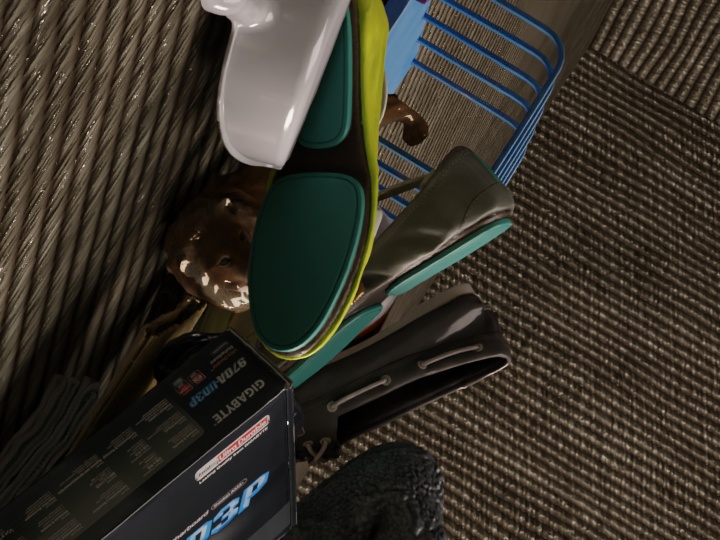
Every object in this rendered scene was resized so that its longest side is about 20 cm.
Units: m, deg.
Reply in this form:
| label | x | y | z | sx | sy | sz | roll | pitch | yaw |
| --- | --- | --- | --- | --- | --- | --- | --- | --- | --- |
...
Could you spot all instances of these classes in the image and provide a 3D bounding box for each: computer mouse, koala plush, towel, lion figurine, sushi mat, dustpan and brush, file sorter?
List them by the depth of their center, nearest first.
| label | x | y | z | sx | sy | sz | roll | pitch | yaw |
| --- | --- | --- | --- | --- | --- | --- | --- | --- | --- |
| dustpan and brush | -0.040 | -0.116 | 1.012 | 0.200 | 0.057 | 0.140 | -83 | -166 | -86 |
| sushi mat | -0.144 | 0.103 | 1.129 | 0.200 | 0.012 | 0.096 | -57 | 176 | 13 |
| towel | -0.198 | 0.149 | 1.173 | 0.149 | 0.031 | 0.200 | -53 | 175 | -32 |
| computer mouse | -0.074 | 0.065 | 1.179 | 0.059 | 0.034 | 0.200 | -45 | 159 | -5 |
| lion figurine | -0.039 | -0.052 | 1.234 | 0.072 | 0.122 | 0.200 | -15 | -134 | 39 |
| koala plush | -0.052 | 0.192 | 1.353 | 0.177 | 0.200 | 0.184 | 161 | -68 | -85 |
| file sorter | 0.051 | -0.104 | 1.531 | 0.139 | 0.123 | 0.200 | -58 | 175 | -15 |

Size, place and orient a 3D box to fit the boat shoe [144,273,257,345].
| label | x | y | z | sx | sy | sz | roll | pitch | yaw |
| --- | --- | --- | --- | --- | --- | --- | --- | --- | --- |
| boat shoe | -0.118 | 0.093 | 1.238 | 0.072 | 0.066 | 0.201 | 63 | 46 | -62 |

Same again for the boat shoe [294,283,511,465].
| label | x | y | z | sx | sy | sz | roll | pitch | yaw |
| --- | --- | --- | --- | --- | --- | --- | --- | --- | --- |
| boat shoe | 0.002 | 0.080 | 1.371 | 0.200 | 0.057 | 0.067 | -32 | 161 | -11 |

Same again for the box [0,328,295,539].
| label | x | y | z | sx | sy | sz | roll | pitch | yaw |
| --- | --- | --- | --- | --- | --- | --- | --- | --- | --- |
| box | -0.119 | 0.138 | 1.093 | 0.200 | 0.046 | 0.159 | -39 | 156 | -22 |

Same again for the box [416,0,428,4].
| label | x | y | z | sx | sy | sz | roll | pitch | yaw |
| --- | --- | --- | --- | --- | --- | --- | --- | --- | --- |
| box | 0.082 | -0.257 | 1.382 | 0.137 | 0.039 | 0.200 | -62 | 174 | 30 |

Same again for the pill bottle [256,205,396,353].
| label | x | y | z | sx | sy | sz | roll | pitch | yaw |
| --- | --- | --- | --- | --- | --- | --- | --- | --- | --- |
| pill bottle | -0.048 | 0.037 | 1.446 | 0.113 | 0.113 | 0.200 | -55 | 175 | -34 |

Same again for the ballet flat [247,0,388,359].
| label | x | y | z | sx | sy | sz | roll | pitch | yaw |
| --- | --- | --- | --- | --- | --- | --- | --- | --- | --- |
| ballet flat | -0.013 | -0.053 | 1.146 | 0.067 | 0.067 | 0.200 | 11 | 84 | -64 |

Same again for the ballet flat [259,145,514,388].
| label | x | y | z | sx | sy | sz | roll | pitch | yaw |
| --- | --- | --- | --- | --- | --- | --- | --- | --- | --- |
| ballet flat | 0.000 | 0.000 | 1.302 | 0.200 | 0.064 | 0.067 | -38 | 170 | 15 |
